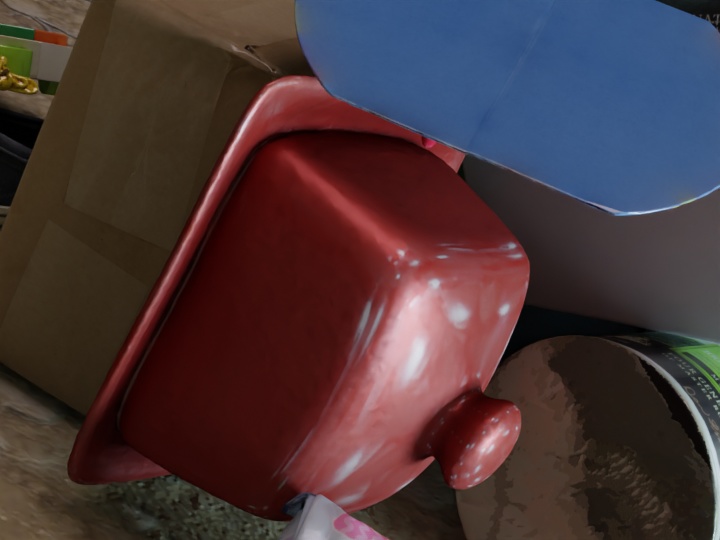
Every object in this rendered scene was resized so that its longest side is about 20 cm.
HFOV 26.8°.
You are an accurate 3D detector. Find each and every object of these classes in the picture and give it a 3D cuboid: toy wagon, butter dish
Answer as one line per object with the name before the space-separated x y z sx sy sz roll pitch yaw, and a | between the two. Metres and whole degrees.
toy wagon | -0.235 -0.131 0.902 0.155 0.040 0.200 5 6 -30
butter dish | 0.005 0.037 0.653 0.148 0.200 0.199 37 17 25

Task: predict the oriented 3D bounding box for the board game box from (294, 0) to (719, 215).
board game box | 0.066 -0.078 0.640 0.199 0.039 0.158 23 43 7

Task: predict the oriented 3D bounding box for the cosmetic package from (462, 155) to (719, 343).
cosmetic package | 0.191 -0.064 0.781 0.199 0.123 0.200 11 34 44

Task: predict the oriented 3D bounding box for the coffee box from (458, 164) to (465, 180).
coffee box | 0.080 -0.047 0.956 0.200 0.122 0.044 2 71 -76

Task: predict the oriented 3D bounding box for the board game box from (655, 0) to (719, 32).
board game box | 0.094 -0.142 0.763 0.199 0.028 0.135 -1 22 -6

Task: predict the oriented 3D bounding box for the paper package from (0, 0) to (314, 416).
paper package | -0.082 -0.043 0.748 0.103 0.201 0.191 30 22 8

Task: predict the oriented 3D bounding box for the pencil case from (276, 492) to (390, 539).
pencil case | 0.042 0.167 0.583 0.199 0.083 0.091 28 -23 3

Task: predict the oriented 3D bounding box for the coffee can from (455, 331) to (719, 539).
coffee can | 0.165 0.103 0.786 0.200 0.147 0.146 -1 35 -50

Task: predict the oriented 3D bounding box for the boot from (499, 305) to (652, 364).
boot | 0.132 0.015 0.874 0.199 0.165 0.066 -3 65 -28

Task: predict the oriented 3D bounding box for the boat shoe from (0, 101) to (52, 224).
boat shoe | -0.166 -0.062 0.885 0.200 0.062 0.075 3 30 -49
